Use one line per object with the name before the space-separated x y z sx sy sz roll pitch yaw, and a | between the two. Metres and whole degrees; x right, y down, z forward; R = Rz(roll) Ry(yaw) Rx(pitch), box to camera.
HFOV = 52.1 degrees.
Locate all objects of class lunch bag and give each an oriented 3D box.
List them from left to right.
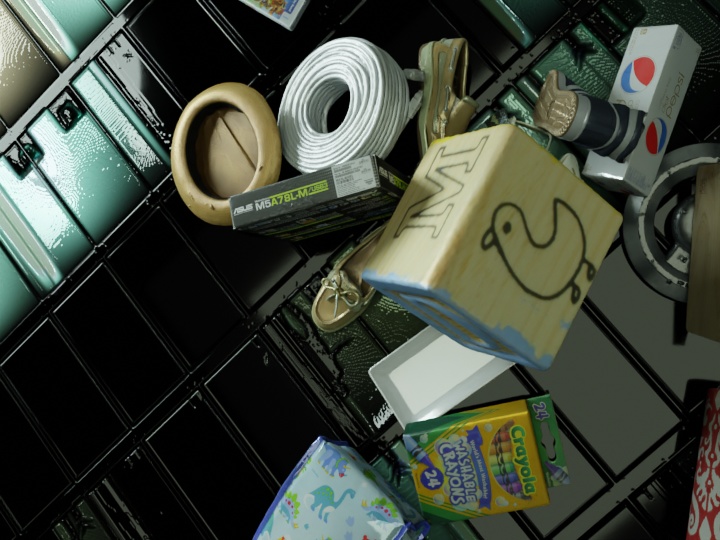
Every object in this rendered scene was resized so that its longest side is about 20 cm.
lunch bag | -0.036 0.349 0.949 0.169 0.127 0.201 37 89 29

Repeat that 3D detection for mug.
mug | 0.472 0.252 0.882 0.132 0.175 0.205 0 80 48

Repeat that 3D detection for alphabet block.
alphabet block | 0.148 -0.026 0.869 0.194 0.196 0.203 32 81 -23

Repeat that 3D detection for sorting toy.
sorting toy | 0.441 -0.018 0.815 0.068 0.199 0.205 3 94 1

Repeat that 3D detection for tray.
tray | 0.118 0.125 1.000 0.199 0.022 0.108 -36 79 8

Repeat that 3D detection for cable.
cable | -0.027 -0.212 0.996 0.199 0.069 0.203 33 99 38

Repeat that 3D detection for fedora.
fedora | -0.177 -0.162 1.046 0.197 0.082 0.205 -2 86 24

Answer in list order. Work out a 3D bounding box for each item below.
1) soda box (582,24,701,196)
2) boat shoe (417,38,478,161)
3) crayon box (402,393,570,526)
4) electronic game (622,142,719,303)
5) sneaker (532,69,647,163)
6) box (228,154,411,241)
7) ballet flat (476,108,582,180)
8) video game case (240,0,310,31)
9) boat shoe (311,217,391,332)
soda box | 0.357 -0.203 0.936 0.068 0.063 0.204 21 90 54
boat shoe | 0.120 -0.212 0.980 0.075 0.071 0.205 -6 85 31
crayon box | 0.165 0.246 0.956 0.196 0.052 0.128 -14 95 11
electronic game | 0.435 -0.059 0.933 0.196 0.042 0.205 1 92 18
sneaker | 0.284 -0.191 0.917 0.106 0.201 0.071 17 114 -5
box | -0.041 -0.087 0.953 0.196 0.193 0.049 -14 85 18
ballet flat | 0.241 -0.140 0.963 0.199 0.074 0.075 40 95 7
video game case | -0.146 -0.468 1.099 0.198 0.018 0.145 33 93 13
boat shoe | 0.000 0.000 1.013 0.073 0.063 0.201 40 95 12
